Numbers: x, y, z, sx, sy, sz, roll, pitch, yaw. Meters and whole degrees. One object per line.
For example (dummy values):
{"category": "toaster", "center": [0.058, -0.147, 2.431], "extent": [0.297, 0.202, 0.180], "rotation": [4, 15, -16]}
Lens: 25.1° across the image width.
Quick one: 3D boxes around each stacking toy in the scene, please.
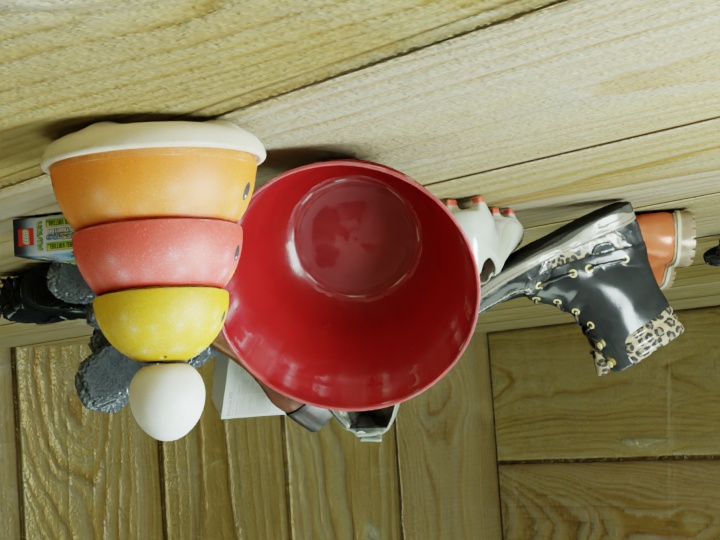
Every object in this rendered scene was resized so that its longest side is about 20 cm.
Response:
{"category": "stacking toy", "center": [-0.129, 0.009, 1.043], "extent": [0.145, 0.201, 0.146], "rotation": [-4, 176, 0]}

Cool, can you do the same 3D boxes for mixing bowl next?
{"category": "mixing bowl", "center": [-0.007, -0.006, 1.229], "extent": [0.199, 0.201, 0.108], "rotation": [-5, -157, 7]}

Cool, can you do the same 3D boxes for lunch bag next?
{"category": "lunch bag", "center": [-0.006, 0.039, 1.382], "extent": [0.117, 0.201, 0.164], "rotation": [-5, -176, 3]}

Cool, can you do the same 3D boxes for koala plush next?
{"category": "koala plush", "center": [-0.225, 0.058, 1.756], "extent": [0.183, 0.178, 0.200], "rotation": [-15, 172, -5]}

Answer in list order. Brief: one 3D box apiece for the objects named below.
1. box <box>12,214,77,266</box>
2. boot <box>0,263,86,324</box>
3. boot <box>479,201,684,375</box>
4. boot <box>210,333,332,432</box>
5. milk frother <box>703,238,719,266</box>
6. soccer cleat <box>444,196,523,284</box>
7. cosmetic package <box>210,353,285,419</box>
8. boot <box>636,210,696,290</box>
{"category": "box", "center": [-0.229, -0.027, 1.510], "extent": [0.110, 0.035, 0.200], "rotation": [-5, 175, 16]}
{"category": "boot", "center": [-0.333, 0.034, 1.924], "extent": [0.197, 0.074, 0.162], "rotation": [6, 169, -23]}
{"category": "boot", "center": [0.213, 0.037, 1.621], "extent": [0.200, 0.151, 0.073], "rotation": [-29, -173, 5]}
{"category": "boot", "center": [-0.071, 0.038, 1.687], "extent": [0.200, 0.188, 0.068], "rotation": [43, 169, -17]}
{"category": "milk frother", "center": [0.547, 0.041, 2.021], "extent": [0.180, 0.189, 0.200], "rotation": [1, 173, -40]}
{"category": "soccer cleat", "center": [0.116, -0.024, 1.575], "extent": [0.069, 0.078, 0.200], "rotation": [-5, 175, 15]}
{"category": "cosmetic package", "center": [-0.109, 0.062, 1.749], "extent": [0.082, 0.201, 0.051], "rotation": [-3, -151, -23]}
{"category": "boot", "center": [0.303, -0.025, 1.794], "extent": [0.107, 0.075, 0.200], "rotation": [-1, 167, 1]}
